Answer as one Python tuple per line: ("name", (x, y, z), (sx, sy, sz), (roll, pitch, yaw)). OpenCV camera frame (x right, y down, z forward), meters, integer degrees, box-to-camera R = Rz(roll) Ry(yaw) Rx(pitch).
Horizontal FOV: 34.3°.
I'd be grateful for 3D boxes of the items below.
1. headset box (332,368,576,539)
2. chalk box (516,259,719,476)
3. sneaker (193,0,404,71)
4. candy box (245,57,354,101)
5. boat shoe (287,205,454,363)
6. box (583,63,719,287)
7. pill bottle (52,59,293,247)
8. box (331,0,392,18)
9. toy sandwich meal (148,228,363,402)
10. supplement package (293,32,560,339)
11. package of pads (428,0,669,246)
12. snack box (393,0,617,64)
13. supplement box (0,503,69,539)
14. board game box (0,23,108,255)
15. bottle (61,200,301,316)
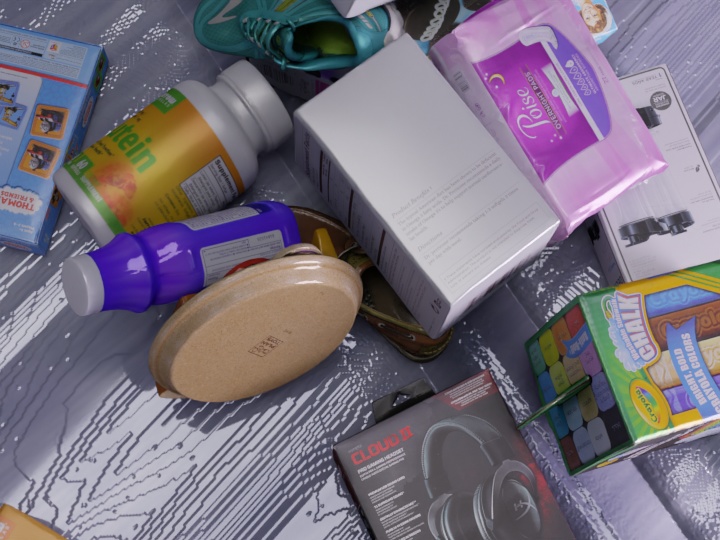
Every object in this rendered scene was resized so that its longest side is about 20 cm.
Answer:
("headset box", (0.075, 0.189, 0.964), (0.147, 0.077, 0.202), (-24, 76, -8))
("chalk box", (0.218, 0.084, 0.952), (0.197, 0.125, 0.125), (-11, 72, -20))
("sneaker", (-0.062, -0.207, 0.987), (0.198, 0.078, 0.080), (8, 32, 26))
("candy box", (0.014, -0.229, 1.097), (0.198, 0.072, 0.169), (24, 74, 7))
("boat shoe", (0.000, 0.000, 1.026), (0.199, 0.068, 0.072), (33, 75, 9))
("box", (0.255, -0.073, 1.057), (0.115, 0.060, 0.202), (-18, 73, -6))
("pill bottle", (-0.160, -0.096, 1.032), (0.199, 0.111, 0.111), (-38, 77, -11))
("box", (0.044, -0.346, 0.923), (0.198, 0.200, 0.172), (-25, 73, -30))
("toy sandwich meal", (-0.090, 0.037, 0.951), (0.203, 0.206, 0.071), (-23, 61, -8))
("supplement package", (0.048, -0.066, 0.953), (0.116, 0.117, 0.201), (-35, 79, -11))
("package of pads", (0.156, -0.134, 0.980), (0.120, 0.076, 0.201), (-33, 94, -14))
("snack box", (0.120, -0.232, 1.043), (0.198, 0.037, 0.117), (-22, 85, -17))
("supplement box", (-0.218, 0.267, 0.942), (0.198, 0.069, 0.067), (27, 72, 10))
("board game box", (-0.334, -0.128, 1.079), (0.149, 0.037, 0.203), (13, 72, 4))
("bottle", (-0.146, -0.009, 0.964), (0.198, 0.083, 0.066), (-16, 96, -38))
